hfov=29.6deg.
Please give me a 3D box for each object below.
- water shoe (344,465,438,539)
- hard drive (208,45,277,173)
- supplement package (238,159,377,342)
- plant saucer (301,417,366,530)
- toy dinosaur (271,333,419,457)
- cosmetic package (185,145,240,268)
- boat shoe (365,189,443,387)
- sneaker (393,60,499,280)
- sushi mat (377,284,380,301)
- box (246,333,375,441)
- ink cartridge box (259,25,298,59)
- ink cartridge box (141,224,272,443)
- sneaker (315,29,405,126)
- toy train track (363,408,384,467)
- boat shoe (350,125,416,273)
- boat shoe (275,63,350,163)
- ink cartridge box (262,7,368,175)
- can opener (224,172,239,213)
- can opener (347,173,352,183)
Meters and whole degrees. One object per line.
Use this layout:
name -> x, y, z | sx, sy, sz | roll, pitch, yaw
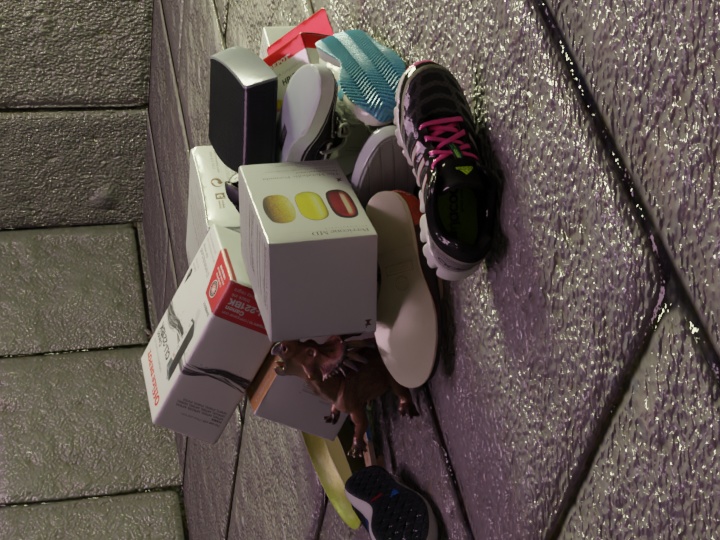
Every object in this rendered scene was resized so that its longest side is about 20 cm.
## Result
water shoe -> 0.045, 0.280, 1.483 | 0.079, 0.071, 0.200 | 62, 174, -23
hard drive -> -0.138, -0.182, 1.566 | 0.200, 0.042, 0.135 | -134, 44, -64
supplement package -> -0.056, -0.025, 1.396 | 0.200, 0.113, 0.110 | -117, 25, -61
plant saucer -> -0.031, 0.227, 1.710 | 0.200, 0.031, 0.201 | 160, 90, -74
toy dinosaur -> 0.005, 0.101, 1.428 | 0.086, 0.200, 0.136 | 18, 118, 36
cosmetic package -> -0.155, -0.052, 1.938 | 0.200, 0.166, 0.168 | 101, 160, -46
boat shoe -> 0.050, 0.017, 1.378 | 0.063, 0.071, 0.201 | 0, -101, -64
sneaker -> 0.082, -0.092, 1.210 | 0.087, 0.073, 0.201 | 166, 95, -75
sushi mat -> 0.000, 0.000, 1.548 | 0.096, 0.012, 0.200 | 52, -174, -30
box -> -0.064, 0.074, 1.587 | 0.153, 0.106, 0.200 | -62, 25, 16
ink cartridge box -> -0.089, -0.203, 1.812 | 0.200, 0.083, 0.145 | 102, 158, -46
ink cartridge box -> -0.167, 0.072, 1.552 | 0.200, 0.084, 0.144 | -61, 26, 19
sneaker -> 0.008, -0.197, 1.488 | 0.200, 0.076, 0.081 | -118, 11, -59
toy train track -> 0.008, 0.148, 1.621 | 0.115, 0.032, 0.201 | 118, 145, -61
boat shoe -> 0.015, -0.083, 1.462 | 0.200, 0.072, 0.062 | 98, 154, -45
boat shoe -> -0.047, -0.153, 1.477 | 0.200, 0.068, 0.074 | 114, 145, -52
ink cartridge box -> -0.070, -0.202, 1.620 | 0.116, 0.067, 0.201 | -28, 74, 39
can opener -> -0.109, -0.092, 1.737 | 0.200, 0.063, 0.079 | 19, 152, 53
can opener -> -0.037, -0.070, 1.738 | 0.066, 0.053, 0.200 | 45, 154, 13
